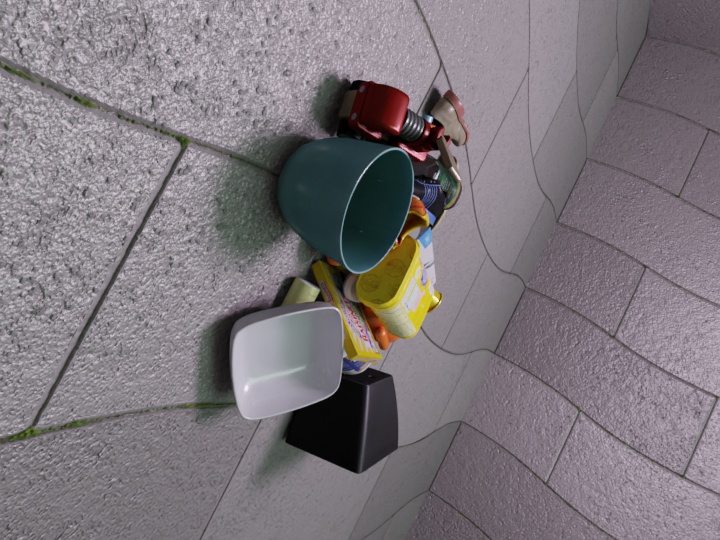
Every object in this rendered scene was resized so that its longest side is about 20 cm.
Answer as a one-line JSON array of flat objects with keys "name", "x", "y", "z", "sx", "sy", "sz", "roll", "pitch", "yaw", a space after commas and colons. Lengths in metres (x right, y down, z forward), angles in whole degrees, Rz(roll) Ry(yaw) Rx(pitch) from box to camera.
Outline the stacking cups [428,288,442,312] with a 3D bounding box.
[{"name": "stacking cups", "x": 0.100, "y": 0.013, "z": 1.209, "sx": 0.200, "sy": 0.060, "sz": 0.061, "roll": 42, "pitch": 70, "yaw": -20}]

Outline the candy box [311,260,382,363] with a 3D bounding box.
[{"name": "candy box", "x": -0.026, "y": 0.079, "z": 1.017, "sx": 0.026, "sy": 0.201, "sz": 0.102, "roll": -34, "pitch": 155, "yaw": 20}]

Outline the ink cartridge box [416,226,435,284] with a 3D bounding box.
[{"name": "ink cartridge box", "x": 0.127, "y": 0.002, "z": 1.314, "sx": 0.116, "sy": 0.066, "sz": 0.201, "roll": -43, "pitch": 134, "yaw": -40}]

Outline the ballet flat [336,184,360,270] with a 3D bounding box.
[{"name": "ballet flat", "x": -0.033, "y": -0.092, "z": 0.997, "sx": 0.067, "sy": 0.067, "sz": 0.201, "roll": -1, "pitch": 123, "yaw": -37}]

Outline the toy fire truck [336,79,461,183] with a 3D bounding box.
[{"name": "toy fire truck", "x": 0.079, "y": -0.223, "z": 0.879, "sx": 0.175, "sy": 0.199, "sz": 0.130, "roll": 21, "pitch": 85, "yaw": -42}]

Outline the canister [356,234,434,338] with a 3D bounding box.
[{"name": "canister", "x": 0.076, "y": 0.037, "z": 1.056, "sx": 0.149, "sy": 0.086, "sz": 0.200, "roll": -64, "pitch": 152, "yaw": -17}]

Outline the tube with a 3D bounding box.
[{"name": "tube", "x": -0.140, "y": 0.111, "z": 0.982, "sx": 0.201, "sy": 0.058, "sz": 0.052, "roll": -61, "pitch": -172, "yaw": 2}]

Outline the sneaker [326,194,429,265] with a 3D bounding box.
[{"name": "sneaker", "x": 0.026, "y": -0.064, "z": 0.949, "sx": 0.199, "sy": 0.077, "sz": 0.073, "roll": -32, "pitch": 141, "yaw": 9}]

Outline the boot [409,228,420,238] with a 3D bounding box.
[{"name": "boot", "x": 0.060, "y": -0.098, "z": 1.129, "sx": 0.200, "sy": 0.095, "sz": 0.074, "roll": -20, "pitch": 114, "yaw": -66}]

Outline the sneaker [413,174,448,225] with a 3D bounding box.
[{"name": "sneaker", "x": 0.110, "y": -0.158, "z": 1.034, "sx": 0.078, "sy": 0.070, "sz": 0.200, "roll": -58, "pitch": 149, "yaw": 1}]

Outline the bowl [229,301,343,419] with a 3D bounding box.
[{"name": "bowl", "x": -0.134, "y": 0.145, "z": 0.929, "sx": 0.199, "sy": 0.075, "sz": 0.201, "roll": -12, "pitch": 119, "yaw": -27}]

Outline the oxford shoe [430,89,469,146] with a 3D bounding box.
[{"name": "oxford shoe", "x": 0.199, "y": -0.335, "z": 1.233, "sx": 0.075, "sy": 0.071, "sz": 0.200, "roll": -38, "pitch": 155, "yaw": 5}]

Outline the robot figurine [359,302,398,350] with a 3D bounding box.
[{"name": "robot figurine", "x": 0.051, "y": 0.093, "z": 1.243, "sx": 0.116, "sy": 0.144, "sz": 0.200, "roll": -35, "pitch": 147, "yaw": -11}]

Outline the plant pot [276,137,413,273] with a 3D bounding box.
[{"name": "plant pot", "x": -0.034, "y": -0.119, "z": 0.854, "sx": 0.200, "sy": 0.160, "sz": 0.202, "roll": -42, "pitch": 146, "yaw": -37}]

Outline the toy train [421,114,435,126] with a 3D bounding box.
[{"name": "toy train", "x": 0.081, "y": -0.213, "z": 1.050, "sx": 0.149, "sy": 0.056, "sz": 0.201, "roll": 9, "pitch": 107, "yaw": -37}]

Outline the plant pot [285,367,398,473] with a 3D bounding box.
[{"name": "plant pot", "x": -0.024, "y": 0.315, "z": 1.221, "sx": 0.199, "sy": 0.199, "sz": 0.179, "roll": 0, "pitch": 102, "yaw": -61}]

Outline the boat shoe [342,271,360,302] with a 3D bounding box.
[{"name": "boat shoe", "x": 0.000, "y": 0.000, "z": 1.087, "sx": 0.200, "sy": 0.092, "sz": 0.075, "roll": -29, "pitch": 130, "yaw": -53}]

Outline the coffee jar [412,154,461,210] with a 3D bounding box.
[{"name": "coffee jar", "x": 0.156, "y": -0.198, "z": 1.202, "sx": 0.200, "sy": 0.104, "sz": 0.086, "roll": 13, "pitch": 104, "yaw": -62}]

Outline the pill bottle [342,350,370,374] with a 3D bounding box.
[{"name": "pill bottle", "x": -0.045, "y": 0.140, "z": 1.109, "sx": 0.111, "sy": 0.110, "sz": 0.200, "roll": -59, "pitch": 153, "yaw": -11}]

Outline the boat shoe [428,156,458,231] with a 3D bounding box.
[{"name": "boat shoe", "x": 0.196, "y": -0.183, "z": 1.329, "sx": 0.063, "sy": 0.073, "sz": 0.202, "roll": 27, "pitch": 80, "yaw": -63}]
